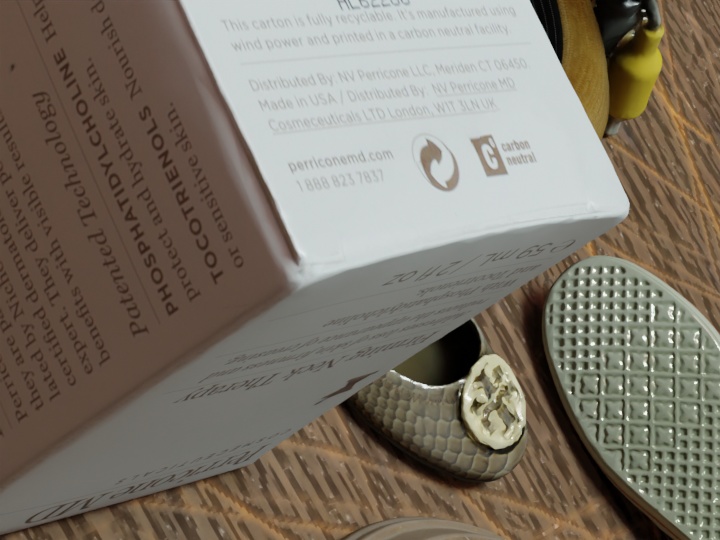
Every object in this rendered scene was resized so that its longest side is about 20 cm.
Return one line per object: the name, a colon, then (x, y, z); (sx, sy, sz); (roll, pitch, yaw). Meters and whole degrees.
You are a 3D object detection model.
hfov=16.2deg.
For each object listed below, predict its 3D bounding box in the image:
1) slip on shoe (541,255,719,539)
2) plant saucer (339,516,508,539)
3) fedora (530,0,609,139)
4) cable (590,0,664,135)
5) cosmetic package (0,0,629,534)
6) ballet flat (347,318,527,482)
slip on shoe: (0.147, 0.079, 1.061); (0.200, 0.074, 0.061); (50, 4, 2)
plant saucer: (0.053, 0.178, 0.912); (0.200, 0.029, 0.200); (27, 46, -33)
fedora: (0.016, -0.106, 1.032); (0.201, 0.082, 0.201); (30, 40, -29)
cable: (0.122, -0.132, 1.090); (0.050, 0.200, 0.097); (-22, 80, -27)
cosmetic package: (-0.060, -0.036, 0.806); (0.167, 0.200, 0.166); (-12, 72, -49)
ballet flat: (0.000, 0.000, 0.968); (0.200, 0.046, 0.067); (49, 39, -8)
